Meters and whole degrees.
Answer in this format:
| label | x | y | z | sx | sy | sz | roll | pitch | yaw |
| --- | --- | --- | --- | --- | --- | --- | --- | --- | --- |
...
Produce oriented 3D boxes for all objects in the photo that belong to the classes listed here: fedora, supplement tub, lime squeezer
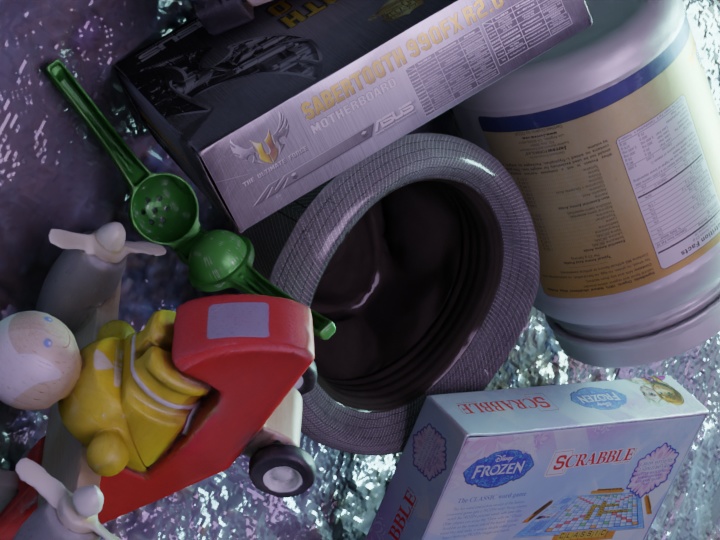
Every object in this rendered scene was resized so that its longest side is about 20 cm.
| label | x | y | z | sx | sy | sz | roll | pitch | yaw |
| --- | --- | --- | --- | --- | --- | --- | --- | --- | --- |
| fedora | 0.000 | 0.000 | 1.183 | 0.200 | 0.090 | 0.177 | 29 | 93 | -53 |
| supplement tub | 0.139 | -0.059 | 1.269 | 0.144 | 0.144 | 0.201 | -39 | 122 | -29 |
| lime squeezer | -0.081 | -0.025 | 1.098 | 0.038 | 0.200 | 0.071 | -35 | 160 | -31 |

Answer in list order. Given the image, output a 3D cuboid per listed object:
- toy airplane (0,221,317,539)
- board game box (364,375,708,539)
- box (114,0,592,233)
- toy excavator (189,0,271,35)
| label | x | y | z | sx | sy | sz | roll | pitch | yaw |
| --- | --- | --- | --- | --- | --- | --- | --- | --- | --- |
| toy airplane | -0.131 | 0.072 | 1.031 | 0.141 | 0.200 | 0.199 | 44 | 76 | -36 |
| board game box | 0.087 | 0.157 | 1.281 | 0.199 | 0.041 | 0.200 | -1 | 124 | -41 |
| box | -0.008 | -0.110 | 1.081 | 0.199 | 0.158 | 0.048 | -31 | 117 | -7 |
| toy excavator | -0.067 | -0.211 | 1.035 | 0.195 | 0.099 | 0.201 | -83 | 150 | -57 |
